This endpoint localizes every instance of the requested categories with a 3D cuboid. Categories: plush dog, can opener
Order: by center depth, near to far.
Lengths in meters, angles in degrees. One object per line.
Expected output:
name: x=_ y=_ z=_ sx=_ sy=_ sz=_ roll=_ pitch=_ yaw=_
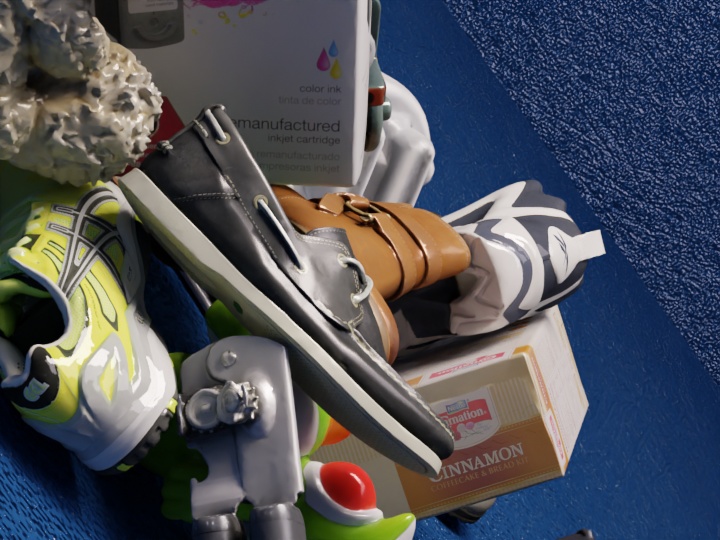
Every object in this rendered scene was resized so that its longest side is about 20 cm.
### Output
can opener: x=-0.044 y=0.124 z=1.083 sx=0.066 sy=0.052 sz=0.201 roll=46 pitch=34 yaw=-64
plush dog: x=-0.166 y=-0.150 z=1.096 sx=0.200 sy=0.172 sz=0.160 roll=36 pitch=11 yaw=11

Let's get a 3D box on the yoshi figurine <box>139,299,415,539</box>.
yoshi figurine: x=-0.055 y=0.115 z=1.181 sx=0.112 sy=0.112 sz=0.201 roll=-14 pitch=82 yaw=-35

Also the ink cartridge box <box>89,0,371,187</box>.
ink cartridge box: x=-0.067 y=-0.148 z=1.193 sx=0.086 sy=0.147 sz=0.201 roll=-82 pitch=174 yaw=-63

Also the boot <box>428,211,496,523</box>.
boot: x=0.064 y=0.067 z=1.620 sx=0.200 sy=0.130 sz=0.068 roll=51 pitch=12 yaw=-21

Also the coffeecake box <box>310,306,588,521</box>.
coffeecake box: x=0.043 y=0.086 z=1.403 sx=0.200 sy=0.153 sz=0.073 roll=-39 pitch=111 yaw=-78

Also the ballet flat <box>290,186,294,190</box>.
ballet flat: x=-0.105 y=-0.091 z=1.379 sx=0.200 sy=0.072 sz=0.072 roll=54 pitch=12 yaw=1

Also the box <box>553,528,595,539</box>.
box: x=0.103 y=0.263 z=1.199 sx=0.182 sy=0.104 sz=0.201 roll=-90 pitch=160 yaw=-71

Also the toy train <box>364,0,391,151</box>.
toy train: x=-0.032 y=-0.145 z=1.345 sx=0.200 sy=0.085 sz=0.114 roll=-107 pitch=-164 yaw=-49

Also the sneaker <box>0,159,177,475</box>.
sneaker: x=-0.141 y=0.002 z=1.126 sx=0.076 sy=0.075 sz=0.200 roll=36 pitch=17 yaw=-40

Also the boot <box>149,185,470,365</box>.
boot: x=0.000 y=0.000 z=1.283 sx=0.154 sy=0.074 sz=0.200 roll=1 pitch=25 yaw=-39

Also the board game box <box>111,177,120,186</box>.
board game box: x=-0.161 y=-0.070 z=1.331 sx=0.136 sy=0.035 sz=0.200 roll=56 pitch=12 yaw=0

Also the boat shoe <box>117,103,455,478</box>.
boat shoe: x=-0.022 y=0.012 z=1.130 sx=0.200 sy=0.068 sz=0.072 roll=47 pitch=-14 yaw=-1

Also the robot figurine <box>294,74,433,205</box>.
robot figurine: x=-0.031 y=-0.090 z=1.609 sx=0.169 sy=0.113 sz=0.200 roll=20 pitch=10 yaw=-36

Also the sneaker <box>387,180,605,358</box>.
sneaker: x=0.059 y=-0.001 z=1.438 sx=0.129 sy=0.199 sz=0.080 roll=-15 pitch=88 yaw=-39

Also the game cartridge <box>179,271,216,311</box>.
game cartridge: x=-0.087 y=-0.022 z=1.499 sx=0.200 sy=0.041 sz=0.133 roll=57 pitch=8 yaw=6
